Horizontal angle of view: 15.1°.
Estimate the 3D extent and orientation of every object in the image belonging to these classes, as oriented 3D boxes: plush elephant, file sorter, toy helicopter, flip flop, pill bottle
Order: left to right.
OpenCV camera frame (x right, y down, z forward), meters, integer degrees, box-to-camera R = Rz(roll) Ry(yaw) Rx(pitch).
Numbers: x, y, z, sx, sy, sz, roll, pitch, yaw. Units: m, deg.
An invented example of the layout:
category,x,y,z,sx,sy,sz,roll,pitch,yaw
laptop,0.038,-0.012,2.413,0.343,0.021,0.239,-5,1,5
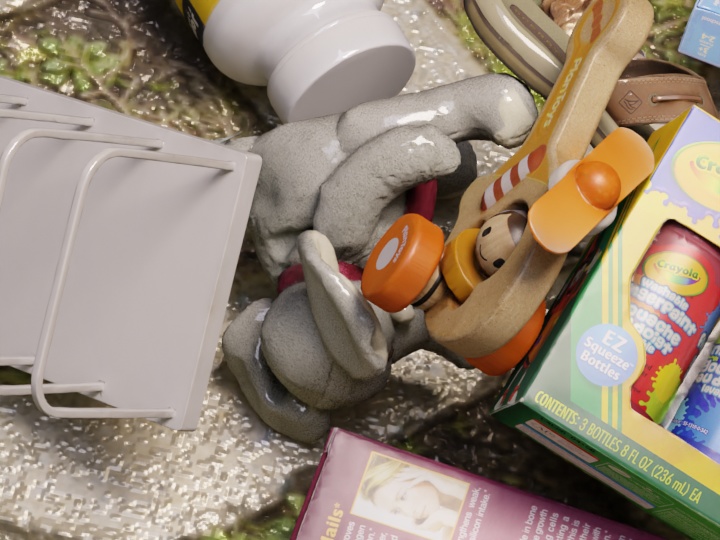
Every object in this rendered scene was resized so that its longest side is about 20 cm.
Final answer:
category,x,y,z,sx,sy,sz,roll,pitch,yaw
file sorter,-0.175,-0.016,1.317,0.200,0.124,0.139,18,98,33
pill bottle,-0.053,-0.174,1.485,0.112,0.112,0.200,-25,67,-16
plush elephant,0.000,0.000,1.377,0.200,0.165,0.155,-9,82,-21
toy helicopter,0.090,-0.050,1.260,0.079,0.132,0.200,32,71,-18
flip flop,0.138,-0.088,1.359,0.200,0.081,0.058,43,106,-2

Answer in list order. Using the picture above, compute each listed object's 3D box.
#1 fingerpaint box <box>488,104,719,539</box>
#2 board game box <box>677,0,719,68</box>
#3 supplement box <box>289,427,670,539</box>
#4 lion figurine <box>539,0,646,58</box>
category,x,y,z,sx,sy,sz,roll,pitch,yaw
fingerpaint box,0.191,0.047,1.281,0.200,0.073,0.167,33,78,-4
board game box,0.290,-0.133,1.505,0.200,0.037,0.151,23,39,7
supplement box,0.056,0.179,1.314,0.200,0.103,0.131,19,64,5
lion figurine,0.148,-0.201,1.489,0.072,0.200,0.122,23,35,30
